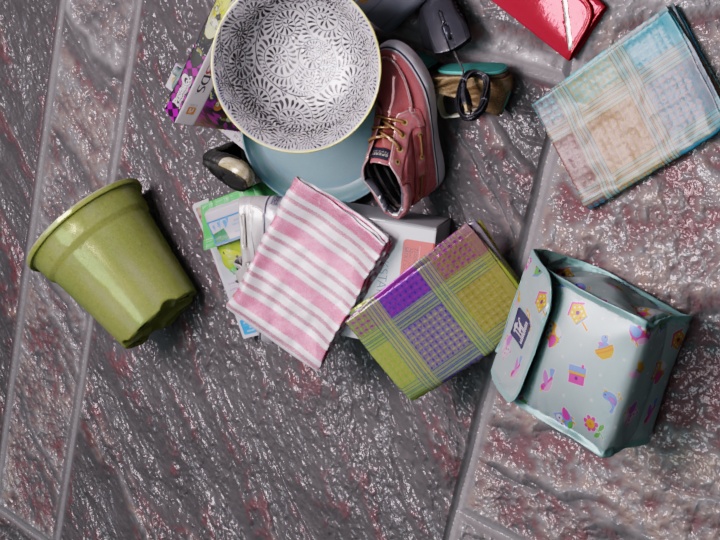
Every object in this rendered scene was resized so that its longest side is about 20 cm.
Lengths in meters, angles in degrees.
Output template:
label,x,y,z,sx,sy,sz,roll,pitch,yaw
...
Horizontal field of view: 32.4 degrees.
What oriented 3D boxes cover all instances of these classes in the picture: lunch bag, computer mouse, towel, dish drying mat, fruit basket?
label,x,y,z,sx,sy,sz,roll,pitch,yaw
lunch bag,0.240,0.085,1.376,0.200,0.122,0.171,30,115,37
computer mouse,0.107,-0.251,1.423,0.058,0.034,0.200,-22,53,8
towel,0.294,-0.175,1.356,0.200,0.022,0.147,-34,76,35
towel,0.100,0.050,1.465,0.200,0.023,0.144,-37,100,10
towel,-0.065,0.006,1.499,0.146,0.030,0.200,33,109,10
dish drying mat,0.187,-0.327,1.415,0.200,0.018,0.077,44,121,23
fruit basket,-0.130,-0.017,1.654,0.185,0.094,0.201,-15,92,36

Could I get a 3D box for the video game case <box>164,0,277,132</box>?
label,x,y,z,sx,sy,sz,roll,pitch,yaw
video game case,-0.122,-0.254,1.544,0.036,0.200,0.182,52,123,35

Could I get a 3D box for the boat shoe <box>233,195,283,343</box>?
label,x,y,z,sx,sy,sz,roll,pitch,yaw
boat shoe,-0.130,-0.001,1.574,0.065,0.072,0.201,7,120,9

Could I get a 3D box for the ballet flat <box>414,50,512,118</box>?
label,x,y,z,sx,sy,sz,roll,pitch,yaw
ballet flat,0.092,-0.220,1.483,0.200,0.068,0.073,14,120,30

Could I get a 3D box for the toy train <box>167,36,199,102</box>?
label,x,y,z,sx,sy,sz,roll,pitch,yaw
toy train,-0.178,-0.276,1.608,0.085,0.114,0.200,35,97,-12

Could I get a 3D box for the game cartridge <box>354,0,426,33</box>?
label,x,y,z,sx,sy,sz,roll,pitch,yaw
game cartridge,0.004,-0.382,1.456,0.200,0.042,0.133,37,137,-18

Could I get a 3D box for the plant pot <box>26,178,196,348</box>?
label,x,y,z,sx,sy,sz,roll,pitch,yaw
plant pot,-0.339,0.003,1.767,0.184,0.200,0.200,51,123,6

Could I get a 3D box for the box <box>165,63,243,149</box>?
label,x,y,z,sx,sy,sz,roll,pitch,yaw
box,-0.186,-0.218,1.696,0.200,0.039,0.042,40,116,25

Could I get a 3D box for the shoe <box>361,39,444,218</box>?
label,x,y,z,sx,sy,sz,roll,pitch,yaw
shoe,0.042,-0.163,1.455,0.071,0.091,0.201,9,129,35

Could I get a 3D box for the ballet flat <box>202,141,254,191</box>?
label,x,y,z,sx,sy,sz,roll,pitch,yaw
ballet flat,-0.170,-0.144,1.620,0.066,0.200,0.057,42,88,-18

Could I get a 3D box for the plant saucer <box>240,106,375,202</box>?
label,x,y,z,sx,sy,sz,roll,pitch,yaw
plant saucer,-0.049,-0.177,1.553,0.199,0.027,0.201,1,115,2

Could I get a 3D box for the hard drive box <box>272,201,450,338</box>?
label,x,y,z,sx,sy,sz,roll,pitch,yaw
hard drive box,0.000,0.000,1.533,0.199,0.077,0.156,9,103,16

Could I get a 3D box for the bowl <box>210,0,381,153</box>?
label,x,y,z,sx,sy,sz,roll,pitch,yaw
bowl,-0.068,-0.243,1.455,0.200,0.094,0.201,2,102,8
